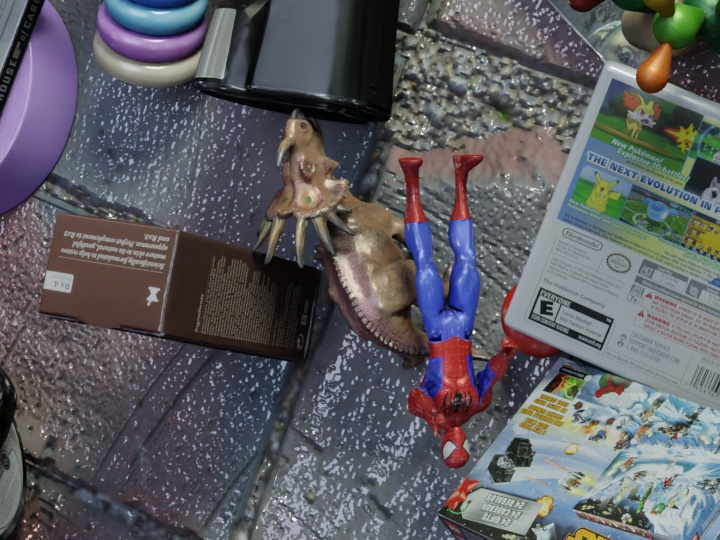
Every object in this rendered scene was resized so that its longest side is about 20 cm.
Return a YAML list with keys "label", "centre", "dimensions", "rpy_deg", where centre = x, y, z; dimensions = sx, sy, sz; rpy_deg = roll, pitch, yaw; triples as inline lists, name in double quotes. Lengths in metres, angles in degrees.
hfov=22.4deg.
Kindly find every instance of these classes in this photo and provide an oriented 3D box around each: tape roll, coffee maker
- label: "tape roll"
  centre: [-0.322, -0.142, 1.436]
  dimensions: [0.198, 0.066, 0.202]
  rpy_deg: [-3, 83, 24]
- label: "coffee maker"
  centre: [-0.015, -0.206, 1.242]
  dimensions: [0.191, 0.134, 0.202]
  rpy_deg: [7, 91, 40]

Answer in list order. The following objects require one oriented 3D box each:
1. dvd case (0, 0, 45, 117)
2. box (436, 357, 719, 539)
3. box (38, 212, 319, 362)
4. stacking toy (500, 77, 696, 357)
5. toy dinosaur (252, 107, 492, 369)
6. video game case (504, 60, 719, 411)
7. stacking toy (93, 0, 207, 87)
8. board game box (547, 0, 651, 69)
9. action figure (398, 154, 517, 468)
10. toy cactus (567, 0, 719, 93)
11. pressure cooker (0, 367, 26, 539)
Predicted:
- label: "dvd case"
  centre: [-0.335, -0.204, 1.400]
  dimensions: [0.199, 0.025, 0.152]
  rpy_deg: [23, 94, 25]
- label: "box"
  centre: [0.156, 0.136, 1.106]
  dimensions: [0.137, 0.040, 0.199]
  rpy_deg: [-49, 34, -17]
- label: "box"
  centre: [-0.119, 0.014, 1.243]
  dimensions: [0.099, 0.200, 0.076]
  rpy_deg: [9, 88, 26]
- label: "stacking toy"
  centre: [0.162, -0.027, 1.188]
  dimensions: [0.085, 0.085, 0.201]
  rpy_deg: [42, 109, 24]
- label: "toy dinosaur"
  centre: [0.000, 0.000, 1.224]
  dimensions: [0.086, 0.135, 0.201]
  rpy_deg: [-41, 69, 16]
- label: "video game case"
  centre: [0.211, -0.009, 1.130]
  dimensions: [0.198, 0.022, 0.184]
  rpy_deg: [23, 110, 9]
- label: "stacking toy"
  centre: [-0.143, -0.232, 1.286]
  dimensions: [0.085, 0.085, 0.201]
  rpy_deg: [33, 135, 25]
- label: "board game box"
  centre: [0.166, -0.238, 1.231]
  dimensions: [0.135, 0.028, 0.200]
  rpy_deg: [-44, 68, 14]
- label: "action figure"
  centre: [0.062, 0.030, 1.153]
  dimensions: [0.065, 0.099, 0.202]
  rpy_deg: [-4, 96, -13]
- label: "toy cactus"
  centre: [0.205, -0.145, 1.108]
  dimensions: [0.198, 0.165, 0.103]
  rpy_deg: [14, 90, -15]
- label: "pressure cooker"
  centre: [-0.345, 0.148, 1.349]
  dimensions: [0.199, 0.178, 0.178]
  rpy_deg: [-22, 72, 22]
